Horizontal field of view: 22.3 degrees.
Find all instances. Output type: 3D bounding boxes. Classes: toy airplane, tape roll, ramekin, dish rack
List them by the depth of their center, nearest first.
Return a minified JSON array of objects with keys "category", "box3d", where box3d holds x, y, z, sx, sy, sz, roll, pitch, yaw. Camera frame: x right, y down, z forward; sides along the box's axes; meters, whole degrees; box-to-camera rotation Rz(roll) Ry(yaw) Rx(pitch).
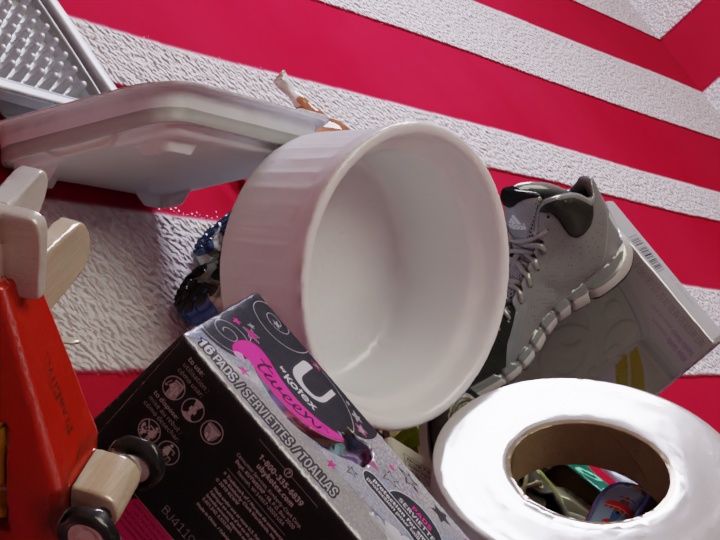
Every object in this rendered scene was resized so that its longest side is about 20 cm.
[{"category":"toy airplane","box3d":[-0.192,0.047,0.889,0.200,0.140,0.200,35,52,-62]},{"category":"tape roll","box3d":[0.142,0.139,1.145,0.202,0.037,0.203,3,32,-2]},{"category":"ramekin","box3d":[0.000,0.000,1.214,0.097,0.201,0.200,7,-13,44]},{"category":"dish rack","box3d":[-0.133,-0.080,1.228,0.200,0.171,0.044,9,74,-58]},{"category":"dish rack","box3d":[-0.263,-0.171,1.260,0.200,0.044,0.171,54,21,26]}]

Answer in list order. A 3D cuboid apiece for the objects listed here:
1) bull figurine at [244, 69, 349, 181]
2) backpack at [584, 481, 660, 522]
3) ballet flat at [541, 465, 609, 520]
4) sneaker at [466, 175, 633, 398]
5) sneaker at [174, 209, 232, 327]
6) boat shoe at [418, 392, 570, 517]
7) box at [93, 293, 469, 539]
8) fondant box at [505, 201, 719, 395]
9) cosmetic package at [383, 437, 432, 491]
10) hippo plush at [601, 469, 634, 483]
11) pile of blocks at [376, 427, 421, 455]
[{"category":"bull figurine","box3d":[-0.045,-0.098,1.531,0.121,0.065,0.200,41,19,-5]},{"category":"backpack","box3d":[0.195,0.263,1.202,0.134,0.201,0.183,18,53,24]},{"category":"ballet flat","box3d":[0.141,0.164,1.345,0.200,0.068,0.070,33,9,33]},{"category":"sneaker","box3d":[0.109,-0.001,1.345,0.075,0.200,0.116,21,-36,49]},{"category":"sneaker","box3d":[-0.073,0.006,1.305,0.085,0.077,0.200,51,27,-16]},{"category":"boat shoe","box3d":[0.107,0.165,1.265,0.072,0.060,0.202,-42,114,-32]},{"category":"box","box3d":[-0.052,0.134,1.011,0.200,0.132,0.115,48,20,3]},{"category":"fondant box","box3d":[0.167,0.063,1.460,0.144,0.200,0.058,51,19,9]},{"category":"cosmetic package","box3d":[0.042,0.212,1.138,0.103,0.073,0.200,35,24,-27]},{"category":"hippo plush","box3d":[0.294,0.203,1.469,0.160,0.160,0.200,62,8,-4]},{"category":"pile of blocks","box3d":[0.052,0.113,1.345,0.082,0.062,0.200,43,21,-11]}]
